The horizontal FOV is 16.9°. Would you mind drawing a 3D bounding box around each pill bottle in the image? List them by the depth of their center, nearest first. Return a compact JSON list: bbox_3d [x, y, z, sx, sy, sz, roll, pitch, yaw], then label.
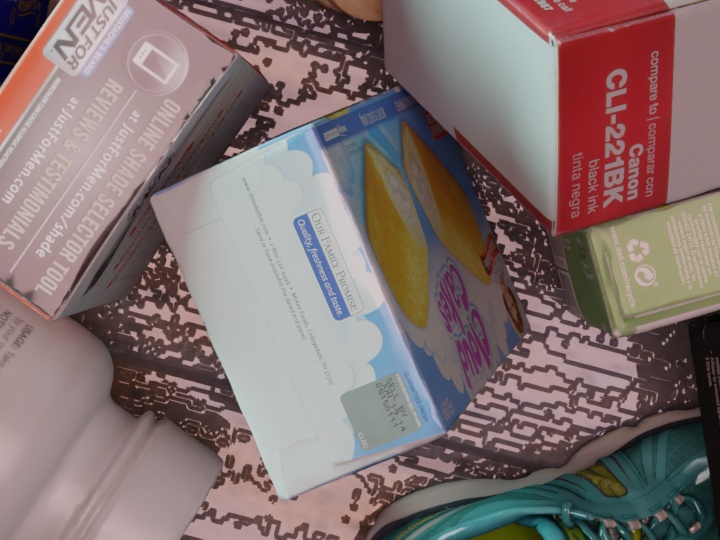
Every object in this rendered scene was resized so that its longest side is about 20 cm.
[{"bbox_3d":[-0.159,0.056,0.945,0.200,0.114,0.115,34,92,-3],"label":"pill bottle"}]

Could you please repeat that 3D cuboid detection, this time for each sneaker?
[{"bbox_3d":[0.095,0.111,0.974,0.199,0.080,0.078,-18,94,-1],"label":"sneaker"}]

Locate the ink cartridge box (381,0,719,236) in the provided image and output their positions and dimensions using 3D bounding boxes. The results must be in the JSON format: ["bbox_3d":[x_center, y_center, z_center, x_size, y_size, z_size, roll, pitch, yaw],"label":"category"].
[{"bbox_3d":[0.125,-0.104,0.897,0.199,0.144,0.084,-17,126,-18],"label":"ink cartridge box"}]

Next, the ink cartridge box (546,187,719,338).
[{"bbox_3d":[0.178,-0.021,0.935,0.199,0.146,0.048,-15,92,-1],"label":"ink cartridge box"}]

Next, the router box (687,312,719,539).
[{"bbox_3d":[0.214,0.101,0.951,0.149,0.062,0.201,-11,94,-37],"label":"router box"}]

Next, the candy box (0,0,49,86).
[{"bbox_3d":[-0.156,-0.145,0.906,0.077,0.169,0.201,10,93,1],"label":"candy box"}]

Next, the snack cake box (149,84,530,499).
[{"bbox_3d":[0.000,0.000,0.900,0.067,0.200,0.115,-23,94,15],"label":"snack cake box"}]

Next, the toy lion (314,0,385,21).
[{"bbox_3d":[0.077,-0.195,0.967,0.191,0.069,0.201,3,98,-12],"label":"toy lion"}]

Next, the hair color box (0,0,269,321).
[{"bbox_3d":[-0.093,-0.047,0.897,0.064,0.200,0.111,35,91,-1],"label":"hair color box"}]
